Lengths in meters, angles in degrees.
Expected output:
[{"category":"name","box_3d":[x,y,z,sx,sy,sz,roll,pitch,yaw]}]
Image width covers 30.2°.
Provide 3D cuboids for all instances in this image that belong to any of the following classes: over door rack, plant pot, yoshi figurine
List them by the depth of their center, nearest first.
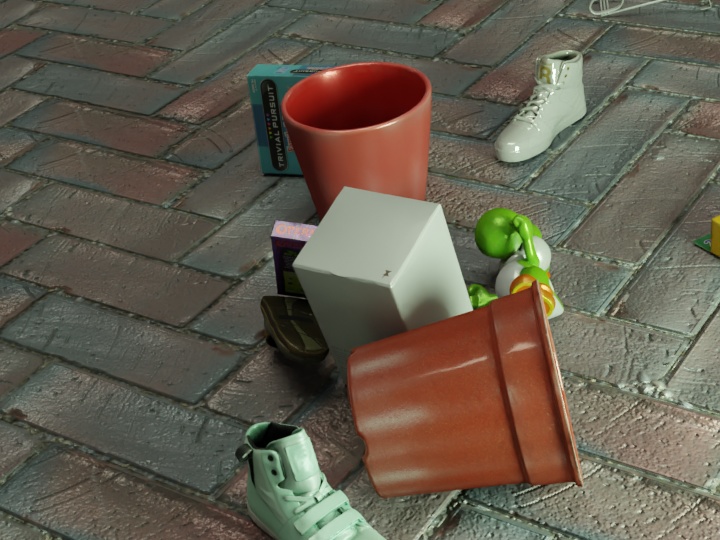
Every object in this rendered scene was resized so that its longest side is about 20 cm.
[{"category":"plant pot","box_3d":[0.097,0.127,1.283,0.195,0.201,0.201,-12,32,8]},{"category":"yoshi figurine","box_3d":[0.170,-0.006,1.541,0.112,0.112,0.200,-9,29,11]},{"category":"plant pot","box_3d":[0.004,-0.150,1.736,0.200,0.178,0.201,-6,33,4]},{"category":"over door rack","box_3d":[0.487,-0.493,2.264,0.199,0.067,0.148,-2,34,10]}]

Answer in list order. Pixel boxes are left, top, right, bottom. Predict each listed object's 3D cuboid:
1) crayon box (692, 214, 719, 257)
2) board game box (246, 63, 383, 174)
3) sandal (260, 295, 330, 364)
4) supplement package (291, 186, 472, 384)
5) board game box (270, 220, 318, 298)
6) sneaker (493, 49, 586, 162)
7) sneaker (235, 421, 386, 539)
[{"category":"crayon box","box_3d":[0.502,-0.035,1.557,0.125,0.052,0.200,-23,34,-22]},{"category":"board game box","box_3d":[-0.050,-0.209,1.862,0.199,0.151,0.047,3,30,18]},{"category":"sandal","box_3d":[-0.073,0.073,1.514,0.081,0.055,0.200,10,16,-13]},{"category":"supplement package","box_3d":[0.032,0.029,1.406,0.121,0.200,0.120,13,54,29]},{"category":"board game box","box_3d":[0.000,0.000,1.524,0.199,0.120,0.032,9,60,6]},{"category":"sneaker","box_3d":[0.249,-0.241,1.880,0.074,0.116,0.200,19,43,33]},{"category":"sneaker","box_3d":[-0.043,0.214,1.231,0.074,0.118,0.200,-30,39,-33]}]
